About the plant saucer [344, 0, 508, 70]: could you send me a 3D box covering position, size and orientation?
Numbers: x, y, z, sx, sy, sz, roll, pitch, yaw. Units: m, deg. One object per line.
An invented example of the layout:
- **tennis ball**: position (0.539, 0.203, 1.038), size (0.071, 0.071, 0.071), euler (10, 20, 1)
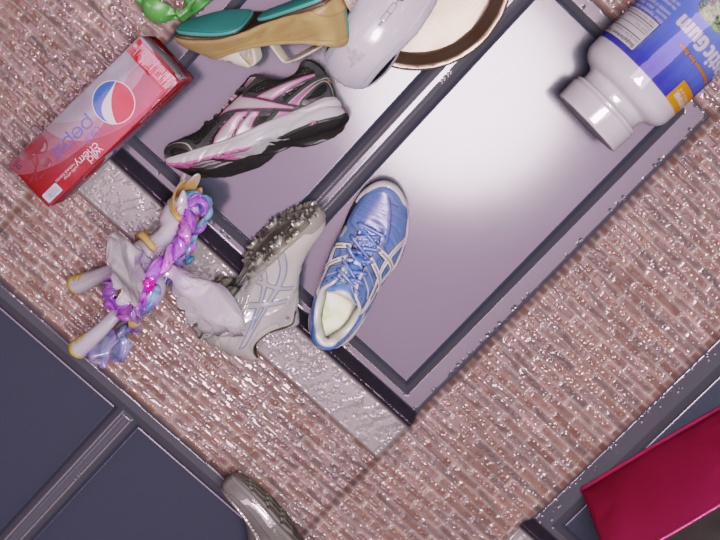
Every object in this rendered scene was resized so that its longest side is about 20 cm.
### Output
- **plant saucer**: position (0.059, -0.310, 1.131), size (0.200, 0.029, 0.200), euler (0, 102, 1)

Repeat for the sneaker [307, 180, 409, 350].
- **sneaker**: position (0.000, 0.000, 1.171), size (0.076, 0.077, 0.200), euler (20, 100, 0)

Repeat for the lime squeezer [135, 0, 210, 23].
- **lime squeezer**: position (-0.188, -0.296, 1.145), size (0.200, 0.038, 0.071), euler (-4, 70, 4)

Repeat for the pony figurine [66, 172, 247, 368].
- **pony figurine**: position (-0.222, 0.011, 1.126), size (0.166, 0.193, 0.200), euler (30, 119, -36)

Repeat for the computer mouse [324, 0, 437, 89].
- **computer mouse**: position (0.039, -0.270, 1.103), size (0.110, 0.044, 0.200), euler (36, 100, -6)

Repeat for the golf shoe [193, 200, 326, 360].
- **golf shoe**: position (-0.092, 0.013, 1.190), size (0.097, 0.078, 0.200), euler (38, 106, -23)

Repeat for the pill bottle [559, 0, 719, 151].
- **pill bottle**: position (0.302, -0.218, 1.098), size (0.112, 0.112, 0.200), euler (44, 99, -7)

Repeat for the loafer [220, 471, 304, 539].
- **loafer**: position (-0.100, 0.318, 1.242), size (0.070, 0.070, 0.200), euler (-37, 99, 0)

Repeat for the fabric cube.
- **fabric cube**: position (0.379, 0.299, 1.157), size (0.196, 0.199, 0.200), euler (-34, 98, 7)

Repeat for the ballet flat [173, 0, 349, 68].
- **ballet flat**: position (-0.102, -0.237, 1.112), size (0.200, 0.069, 0.063), euler (-3, 124, 30)

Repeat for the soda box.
- **soda box**: position (-0.273, -0.158, 1.151), size (0.200, 0.070, 0.063), euler (-41, 97, 9)

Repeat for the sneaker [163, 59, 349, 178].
- **sneaker**: position (-0.114, -0.161, 1.155), size (0.200, 0.080, 0.086), euler (-17, 77, 7)
